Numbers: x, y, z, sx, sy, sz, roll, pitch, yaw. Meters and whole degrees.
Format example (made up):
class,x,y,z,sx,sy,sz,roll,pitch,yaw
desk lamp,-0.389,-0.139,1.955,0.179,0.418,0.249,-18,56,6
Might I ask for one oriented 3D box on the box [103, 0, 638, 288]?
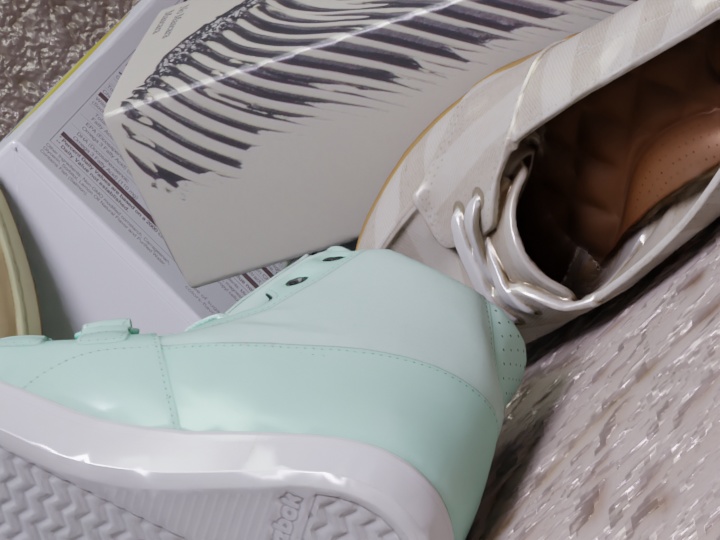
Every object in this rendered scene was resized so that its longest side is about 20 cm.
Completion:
class,x,y,z,sx,sy,sz,roll,pitch,yaw
box,0.029,-0.064,0.835,0.199,0.069,0.082,-17,26,20

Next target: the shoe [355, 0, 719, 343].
class,x,y,z,sx,sy,sz,roll,pitch,yaw
shoe,0.062,-0.031,0.756,0.200,0.070,0.053,-37,2,35

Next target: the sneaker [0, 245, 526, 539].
class,x,y,z,sx,sy,sz,roll,pitch,yaw
sneaker,-0.054,0.038,0.738,0.199,0.074,0.118,7,32,21

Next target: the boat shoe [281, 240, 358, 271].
class,x,y,z,sx,sy,sz,roll,pitch,yaw
boat shoe,0.000,0.000,0.912,0.067,0.074,0.200,-38,11,27

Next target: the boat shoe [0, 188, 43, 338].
class,x,y,z,sx,sy,sz,roll,pitch,yaw
boat shoe,-0.148,0.058,0.881,0.073,0.201,0.063,0,0,32

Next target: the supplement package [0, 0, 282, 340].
class,x,y,z,sx,sy,sz,roll,pitch,yaw
supplement package,-0.082,0.009,1.016,0.152,0.151,0.200,-41,8,29
